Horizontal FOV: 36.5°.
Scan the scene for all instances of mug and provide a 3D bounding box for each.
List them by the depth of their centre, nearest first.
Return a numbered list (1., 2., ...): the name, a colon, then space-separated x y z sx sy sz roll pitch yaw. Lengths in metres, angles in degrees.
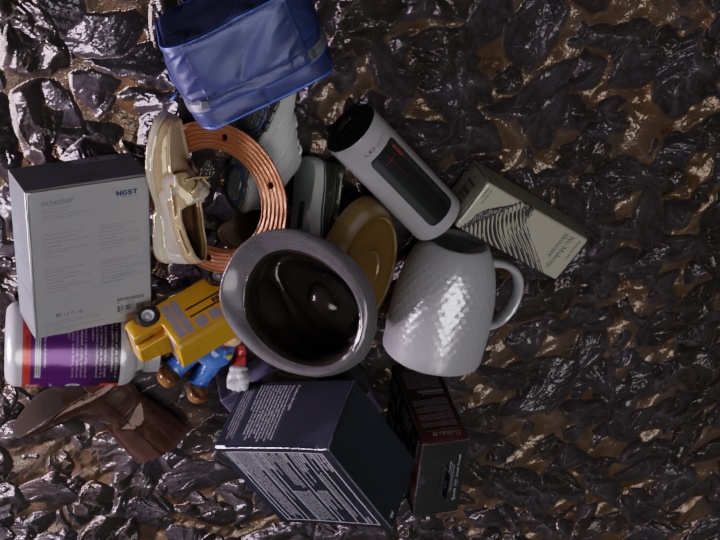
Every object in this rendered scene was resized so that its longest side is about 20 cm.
1. mug: 0.142 0.037 1.549 0.199 0.148 0.176 -1 117 -24

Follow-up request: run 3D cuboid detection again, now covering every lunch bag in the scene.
1. lunch bag: -0.138 -0.251 1.265 0.199 0.136 0.133 -25 124 4

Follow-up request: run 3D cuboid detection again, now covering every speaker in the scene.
1. speaker: 0.044 -0.129 1.443 0.081 0.081 0.200 -39 125 12

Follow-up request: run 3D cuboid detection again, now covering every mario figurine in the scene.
1. mario figurine: -0.201 0.107 1.513 0.123 0.106 0.200 6 133 -51

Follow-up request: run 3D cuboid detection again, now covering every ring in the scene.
1. ring: -0.179 -0.092 1.376 0.199 0.019 0.202 8 113 20

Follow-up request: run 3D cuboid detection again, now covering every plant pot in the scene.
1. plant pot: 0.000 0.000 1.469 0.200 0.027 0.201 -42 141 -45

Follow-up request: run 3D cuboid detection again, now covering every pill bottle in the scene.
1. pill bottle: -0.370 0.098 1.455 0.199 0.113 0.113 2 123 -17

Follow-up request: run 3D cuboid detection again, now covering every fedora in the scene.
1. fedora: -0.064 0.034 1.347 0.199 0.090 0.178 28 109 9

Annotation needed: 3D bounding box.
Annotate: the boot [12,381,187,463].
1. boot: -0.373 0.234 1.586 0.186 0.064 0.200 -31 131 9

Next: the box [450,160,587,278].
1. box: 0.219 -0.070 1.542 0.199 0.068 0.082 24 113 -29

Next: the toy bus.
1. toy bus: -0.201 0.058 1.417 0.199 0.078 0.065 -31 153 -19

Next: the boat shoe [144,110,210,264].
1. boat shoe: -0.218 -0.099 1.343 0.069 0.074 0.201 10 122 16

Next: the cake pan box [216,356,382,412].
1. cake pan box: -0.085 0.188 1.642 0.199 0.052 0.185 -29 129 5

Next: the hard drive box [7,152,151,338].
1. hard drive box: -0.346 -0.032 1.359 0.155 0.077 0.201 -11 122 -29

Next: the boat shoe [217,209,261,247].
1. boat shoe: -0.104 -0.017 1.492 0.200 0.072 0.064 37 146 -28

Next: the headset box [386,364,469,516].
1. headset box: 0.100 0.260 1.653 0.077 0.200 0.150 -5 124 -13

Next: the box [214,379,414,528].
1. box: -0.060 0.259 1.541 0.197 0.124 0.200 -4 136 33

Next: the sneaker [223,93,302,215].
1. sneaker: -0.113 -0.166 1.388 0.087 0.075 0.201 -6 129 -37

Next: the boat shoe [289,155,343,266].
1. boat shoe: -0.055 -0.048 1.433 0.063 0.071 0.201 8 89 -34

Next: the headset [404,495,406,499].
1. headset: 0.012 0.323 1.746 0.123 0.094 0.200 -11 151 12
